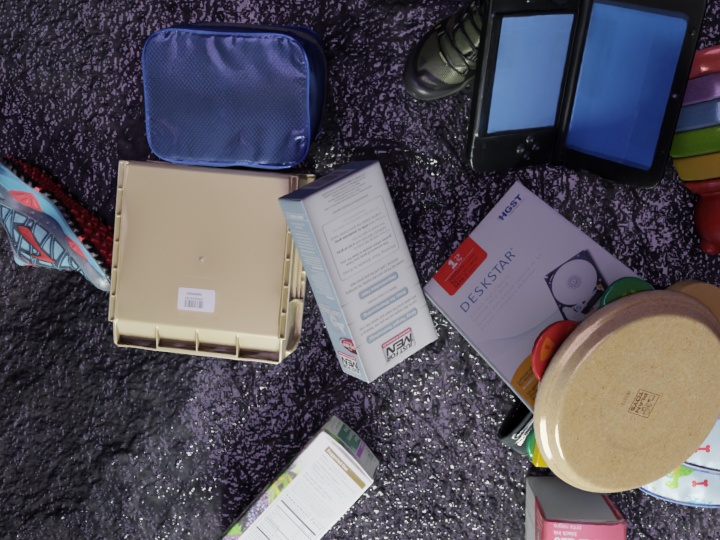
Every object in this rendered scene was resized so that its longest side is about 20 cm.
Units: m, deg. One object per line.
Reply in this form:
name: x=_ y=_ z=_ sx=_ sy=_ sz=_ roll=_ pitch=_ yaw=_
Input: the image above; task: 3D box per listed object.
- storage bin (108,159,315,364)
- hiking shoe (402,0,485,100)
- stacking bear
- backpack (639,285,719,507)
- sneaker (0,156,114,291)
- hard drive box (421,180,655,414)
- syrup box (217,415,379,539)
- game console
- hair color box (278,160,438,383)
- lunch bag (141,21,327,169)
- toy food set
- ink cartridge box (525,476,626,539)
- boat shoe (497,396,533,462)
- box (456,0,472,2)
storage bin: x=-0.160 y=-0.014 z=0.889 sx=0.195 sy=0.094 sz=0.203 roll=6 pitch=94 yaw=5
hiking shoe: x=0.123 y=-0.255 z=0.838 sx=0.199 sy=0.101 sz=0.076 roll=-36 pitch=82 yaw=5
stacking bear: x=0.364 y=-0.120 z=0.821 sx=0.119 sy=0.114 sz=0.204 roll=-13 pitch=97 yaw=0
backpack: x=0.337 y=0.130 z=0.816 sx=0.179 sy=0.147 sz=0.204 roll=12 pitch=98 yaw=8
sneaker: x=-0.346 y=-0.036 z=0.925 sx=0.199 sy=0.079 sz=0.096 roll=42 pitch=106 yaw=11
hard drive box: x=0.179 y=0.033 z=0.807 sx=0.156 sy=0.076 sz=0.200 roll=-49 pitch=44 yaw=7
syrup box: x=-0.073 y=0.264 z=0.901 sx=0.081 sy=0.079 sz=0.201 roll=42 pitch=97 yaw=3
game console: x=0.209 y=-0.180 z=0.787 sx=0.172 sy=0.117 sz=0.204 roll=-10 pitch=122 yaw=-23
hair color box: x=0.000 y=0.000 z=0.842 sx=0.098 sy=0.060 sz=0.203 roll=-28 pitch=108 yaw=-25
lunch bag: x=-0.134 y=-0.188 z=0.859 sx=0.195 sy=0.133 sz=0.139 roll=6 pitch=109 yaw=5
toy food set: x=0.232 y=0.102 z=0.706 sx=0.194 sy=0.049 sz=0.204 roll=1 pitch=111 yaw=-17
ink cartridge box: x=0.216 y=0.332 z=0.839 sx=0.083 sy=0.146 sz=0.205 roll=-1 pitch=92 yaw=5
boat shoe: x=0.201 y=0.105 z=0.865 sx=0.065 sy=0.075 sz=0.203 roll=20 pitch=105 yaw=-7
box: x=0.030 y=-0.321 z=0.877 sx=0.195 sy=0.041 sz=0.040 roll=7 pitch=94 yaw=5
